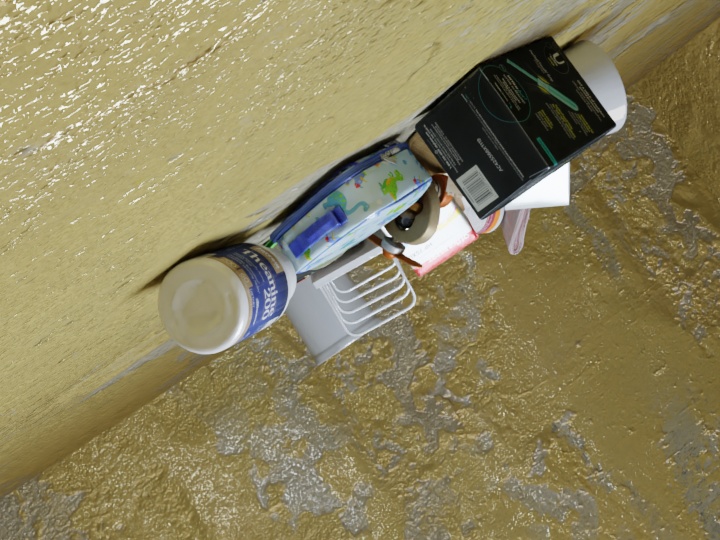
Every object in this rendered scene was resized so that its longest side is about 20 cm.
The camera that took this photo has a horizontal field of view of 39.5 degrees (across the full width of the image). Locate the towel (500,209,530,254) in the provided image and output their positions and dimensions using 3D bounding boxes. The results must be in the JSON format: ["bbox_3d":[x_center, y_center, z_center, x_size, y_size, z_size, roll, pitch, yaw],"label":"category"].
[{"bbox_3d":[0.277,-0.162,1.832,0.032,0.200,0.191,-3,146,-7],"label":"towel"}]

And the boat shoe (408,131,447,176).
[{"bbox_3d":[0.112,-0.173,1.405,0.069,0.074,0.200,-57,175,-15],"label":"boat shoe"}]

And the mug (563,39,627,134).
[{"bbox_3d":[0.296,-0.246,1.542,0.153,0.150,0.187,-25,169,-12],"label":"mug"}]

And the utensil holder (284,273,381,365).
[{"bbox_3d":[-0.078,0.077,2.183,0.170,0.200,0.170,-34,178,-1],"label":"utensil holder"}]

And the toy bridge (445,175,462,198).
[{"bbox_3d":[0.151,-0.161,1.354,0.200,0.027,0.067,-65,166,-44],"label":"toy bridge"}]

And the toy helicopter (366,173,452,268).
[{"bbox_3d":[0.039,-0.076,1.421,0.079,0.132,0.200,4,-176,-39],"label":"toy helicopter"}]

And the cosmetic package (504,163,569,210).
[{"bbox_3d":[0.275,-0.188,1.623,0.107,0.085,0.200,-3,-143,7],"label":"cosmetic package"}]

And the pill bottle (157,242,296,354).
[{"bbox_3d":[-0.150,0.026,1.212,0.111,0.111,0.200,-35,178,20],"label":"pill bottle"}]

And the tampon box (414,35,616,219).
[{"bbox_3d":[0.198,-0.183,1.265,0.126,0.150,0.200,-38,176,42],"label":"tampon box"}]

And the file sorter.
[{"bbox_3d":[0.000,0.000,1.680,0.139,0.125,0.200,-29,-158,4],"label":"file sorter"}]

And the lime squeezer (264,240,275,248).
[{"bbox_3d":[-0.180,0.010,1.395,0.200,0.038,0.071,-33,177,-16],"label":"lime squeezer"}]

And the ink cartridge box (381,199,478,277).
[{"bbox_3d":[0.103,-0.075,1.589,0.116,0.200,0.067,-35,-148,10],"label":"ink cartridge box"}]

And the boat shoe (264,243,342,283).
[{"bbox_3d":[-0.099,-0.020,1.460,0.201,0.074,0.063,-28,174,7],"label":"boat shoe"}]

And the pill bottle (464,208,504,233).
[{"bbox_3d":[0.155,-0.119,1.827,0.200,0.110,0.110,-3,161,-30],"label":"pill bottle"}]

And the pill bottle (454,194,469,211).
[{"bbox_3d":[0.126,-0.137,1.682,0.200,0.114,0.114,-34,178,-3],"label":"pill bottle"}]

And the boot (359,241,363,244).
[{"bbox_3d":[-0.081,-0.038,1.583,0.146,0.070,0.200,-27,-177,22],"label":"boot"}]

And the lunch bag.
[{"bbox_3d":[-0.015,-0.079,1.295,0.161,0.082,0.200,-33,178,-44],"label":"lunch bag"}]
